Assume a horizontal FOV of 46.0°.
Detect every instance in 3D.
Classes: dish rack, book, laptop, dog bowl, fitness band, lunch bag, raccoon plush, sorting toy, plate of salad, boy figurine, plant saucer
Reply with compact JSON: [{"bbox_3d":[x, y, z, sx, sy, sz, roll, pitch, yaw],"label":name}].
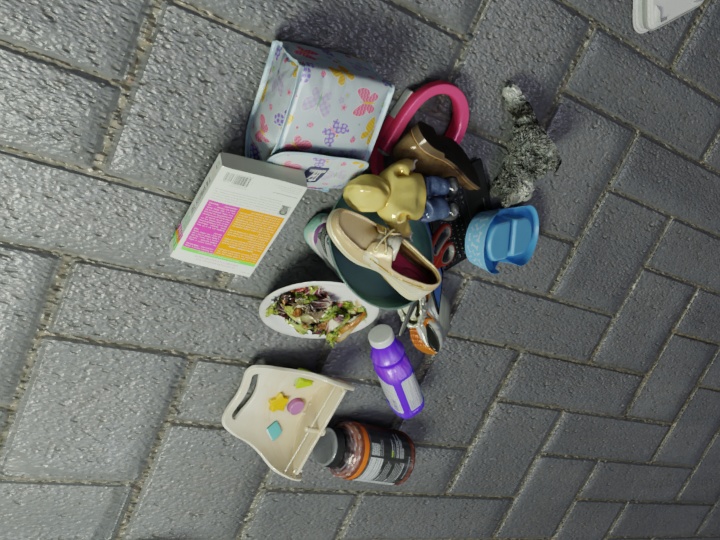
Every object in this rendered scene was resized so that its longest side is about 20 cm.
[{"bbox_3d":[0.556,-0.533,1.499,0.170,0.044,0.202,-28,128,-16],"label":"dish rack"},{"bbox_3d":[-0.179,-0.077,1.218,0.132,0.049,0.200,10,138,-32],"label":"book"},{"bbox_3d":[0.171,-0.061,1.476,0.198,0.103,0.179,-29,126,-14],"label":"laptop"},{"bbox_3d":[0.256,-0.061,1.536,0.198,0.049,0.114,-15,112,-50],"label":"dog bowl"},{"bbox_3d":[0.099,-0.215,1.386,0.143,0.037,0.202,25,102,-41],"label":"fitness band"},{"bbox_3d":[-0.064,-0.207,1.225,0.167,0.128,0.202,4,123,-34],"label":"lunch bag"},{"bbox_3d":[0.259,-0.211,1.489,0.133,0.097,0.201,-35,102,4],"label":"raccoon plush"},{"bbox_3d":[-0.140,0.236,1.462,0.178,0.107,0.202,23,103,-33],"label":"sorting toy"},{"bbox_3d":[-0.067,0.075,1.380,0.196,0.049,0.201,-2,151,-1],"label":"plate of salad"},{"bbox_3d":[0.062,-0.107,1.290,0.197,0.064,0.127,-2,91,-35],"label":"boy figurine"},{"bbox_3d":[0.026,-0.035,1.311,0.197,0.036,0.204,12,70,-33],"label":"plant saucer"}]

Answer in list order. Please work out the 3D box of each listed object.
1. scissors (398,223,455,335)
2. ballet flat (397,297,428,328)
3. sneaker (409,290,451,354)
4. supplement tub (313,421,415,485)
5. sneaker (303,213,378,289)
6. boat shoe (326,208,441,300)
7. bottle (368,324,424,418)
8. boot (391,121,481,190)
[{"bbox_3d":[0.103,0.010,1.392,0.201,0.014,0.074,-53,139,-27],"label":"scissors"},{"bbox_3d":[0.079,0.008,1.450,0.071,0.072,0.203,-22,110,-21],"label":"ballet flat"},{"bbox_3d":[0.120,0.045,1.546,0.092,0.075,0.203,-42,128,-48],"label":"sneaker"},{"bbox_3d":[0.005,0.346,1.615,0.198,0.107,0.108,20,105,-39],"label":"supplement tub"},{"bbox_3d":[0.000,0.000,1.378,0.078,0.140,0.199,-51,131,4],"label":"sneaker"},{"bbox_3d":[0.040,-0.032,1.255,0.199,0.069,0.075,35,59,-22],"label":"boat shoe"},{"bbox_3d":[0.063,0.185,1.571,0.065,0.084,0.202,-31,129,-13],"label":"bottle"},{"bbox_3d":[0.125,-0.173,1.380,0.075,0.075,0.199,-35,143,26],"label":"boot"}]
